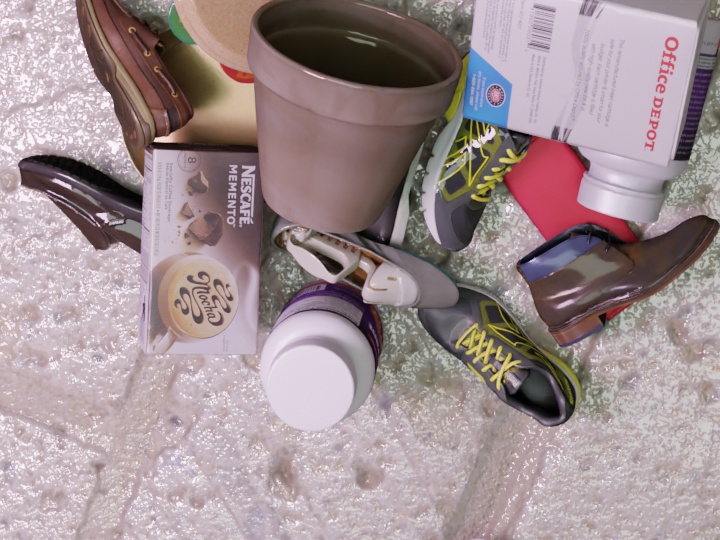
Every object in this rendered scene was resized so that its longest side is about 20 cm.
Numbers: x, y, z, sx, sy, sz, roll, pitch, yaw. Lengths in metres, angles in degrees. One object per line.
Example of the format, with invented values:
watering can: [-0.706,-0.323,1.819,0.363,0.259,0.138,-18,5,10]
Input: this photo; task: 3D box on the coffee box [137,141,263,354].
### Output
coffee box: [-0.157,-0.023,1.634,0.112,0.080,0.202,2,98,-14]

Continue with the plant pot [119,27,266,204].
plant pot: [-0.144,-0.156,1.681,0.198,0.027,0.202,1,102,5]

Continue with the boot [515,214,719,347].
boot: [0.250,-0.016,1.636,0.199,0.075,0.097,-36,100,13]

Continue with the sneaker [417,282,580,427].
sneaker: [0.144,0.084,1.681,0.199,0.085,0.075,35,103,-3]

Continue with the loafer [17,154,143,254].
loafer: [-0.263,-0.054,1.689,0.199,0.073,0.072,26,102,-1]

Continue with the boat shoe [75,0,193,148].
boat shoe: [-0.226,-0.211,1.632,0.067,0.072,0.201,-20,66,-19]

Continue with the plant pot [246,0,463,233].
plant pot: [-0.020,-0.137,1.551,0.198,0.200,0.175,15,119,1]

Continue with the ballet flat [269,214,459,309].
ballet flat: [0.000,0.000,1.644,0.199,0.064,0.068,28,136,4]

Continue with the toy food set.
toy food set: [-0.094,-0.283,1.598,0.199,0.049,0.200,-17,110,-16]

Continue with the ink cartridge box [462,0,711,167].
ink cartridge box: [0.202,-0.194,1.491,0.198,0.084,0.147,15,126,13]

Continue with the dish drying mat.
dish drying mat: [0.221,-0.049,1.678,0.077,0.018,0.201,-36,97,12]

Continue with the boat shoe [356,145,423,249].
boat shoe: [0.031,-0.117,1.651,0.060,0.072,0.203,12,106,-2]

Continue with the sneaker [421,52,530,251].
sneaker: [0.119,-0.113,1.622,0.084,0.074,0.202,18,105,30]

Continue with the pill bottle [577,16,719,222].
pill bottle: [0.272,-0.154,1.601,0.110,0.111,0.202,13,103,2]

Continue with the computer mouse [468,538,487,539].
computer mouse: [0.107,0.367,1.773,0.109,0.044,0.201,25,109,4]

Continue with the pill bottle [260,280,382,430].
pill bottle: [-0.038,0.086,1.630,0.110,0.200,0.112,1,104,5]
